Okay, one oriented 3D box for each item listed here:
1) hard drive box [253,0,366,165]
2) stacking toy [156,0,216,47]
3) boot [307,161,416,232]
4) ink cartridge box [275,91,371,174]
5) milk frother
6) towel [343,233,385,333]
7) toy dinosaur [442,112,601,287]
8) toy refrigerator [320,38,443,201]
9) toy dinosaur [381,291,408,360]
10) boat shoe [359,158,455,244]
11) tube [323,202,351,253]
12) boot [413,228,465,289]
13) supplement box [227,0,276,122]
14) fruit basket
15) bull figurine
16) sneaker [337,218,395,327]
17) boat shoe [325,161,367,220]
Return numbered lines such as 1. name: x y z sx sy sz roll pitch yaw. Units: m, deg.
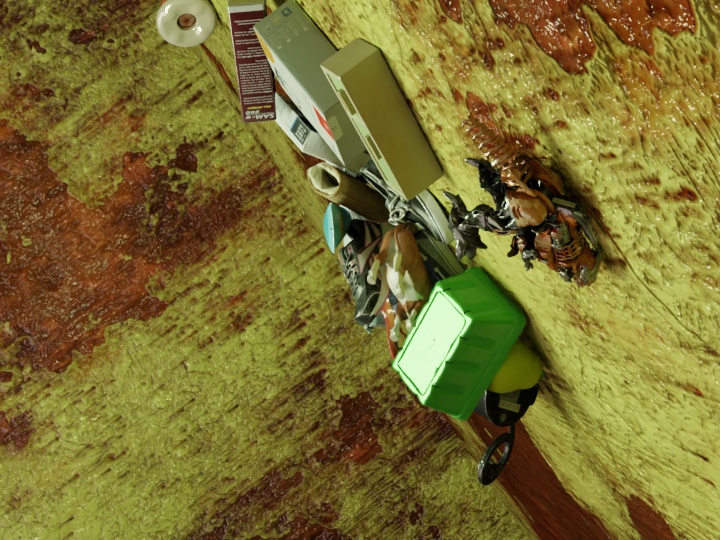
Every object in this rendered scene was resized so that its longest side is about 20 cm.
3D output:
1. hard drive box: -0.064 -0.285 1.507 0.201 0.076 0.156 52 175 25
2. stacking toy: -0.431 -0.655 2.401 0.147 0.144 0.202 61 -170 -53
3. boot: -0.014 -0.134 1.678 0.198 0.067 0.174 24 -175 -41
4. ink cartridge box: -0.043 -0.220 1.688 0.198 0.044 0.198 21 -163 -33
5. milk frother: 0.182 0.224 1.660 0.187 0.202 0.180 19 162 51
6. towel: 0.006 0.024 1.813 0.200 0.047 0.174 95 159 -83
7. toy dinosaur: 0.157 -0.068 0.944 0.135 0.101 0.203 3 117 54
8. toy refrigerator: 0.027 -0.194 1.298 0.201 0.070 0.076 59 173 -32
9. toy dinosaur: 0.053 0.058 1.694 0.197 0.184 0.105 19 156 9
10. boat shoe: 0.067 -0.103 1.509 0.200 0.068 0.074 52 175 25
11. tube: -0.043 -0.077 1.639 0.200 0.049 0.079 -74 -24 -83
12. boot: 0.134 0.030 1.622 0.201 0.090 0.073 54 175 7
13. supplement box: -0.174 -0.356 1.611 0.110 0.060 0.203 -98 3 -53
14. fruit basket: 0.177 0.117 1.489 0.156 0.214 0.217 48 172 38
15. bull figurine: 0.074 0.029 1.513 0.064 0.122 0.202 -5 129 30
16. sneaker: 0.000 0.000 1.585 0.085 0.081 0.202 19 -135 -12
17. boat shoe: -0.012 -0.165 1.850 0.070 0.066 0.203 26 -135 -56
